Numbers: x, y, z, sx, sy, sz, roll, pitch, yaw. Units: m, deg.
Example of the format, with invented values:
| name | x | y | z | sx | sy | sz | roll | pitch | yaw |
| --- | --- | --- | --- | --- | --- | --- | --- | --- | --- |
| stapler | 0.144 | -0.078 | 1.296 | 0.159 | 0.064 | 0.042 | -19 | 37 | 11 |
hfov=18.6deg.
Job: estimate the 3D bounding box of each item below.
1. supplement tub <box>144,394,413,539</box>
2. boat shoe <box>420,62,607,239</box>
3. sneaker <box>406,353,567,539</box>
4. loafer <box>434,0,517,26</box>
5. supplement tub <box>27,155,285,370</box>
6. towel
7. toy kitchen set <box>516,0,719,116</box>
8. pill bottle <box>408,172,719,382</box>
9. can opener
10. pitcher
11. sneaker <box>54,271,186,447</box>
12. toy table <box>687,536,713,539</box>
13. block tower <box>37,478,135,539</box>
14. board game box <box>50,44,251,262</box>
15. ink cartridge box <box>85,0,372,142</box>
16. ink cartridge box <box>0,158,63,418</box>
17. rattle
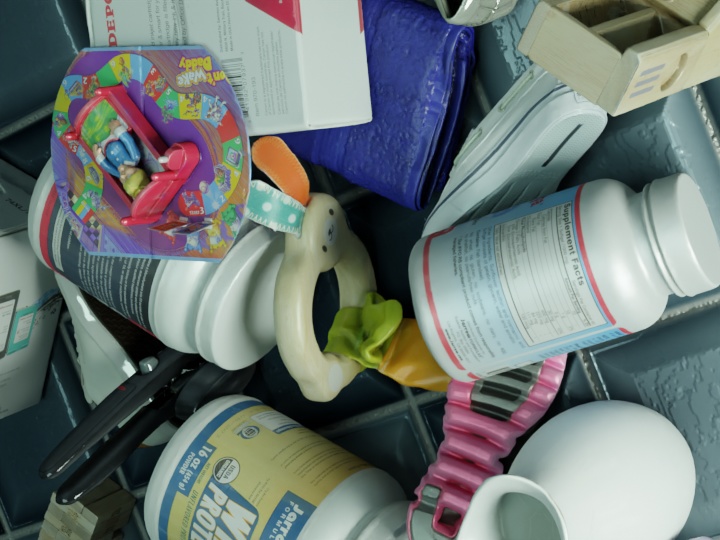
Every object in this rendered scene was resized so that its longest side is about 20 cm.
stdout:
| name | x | y | z | sx | sy | sz | roll | pitch | yaw |
| --- | --- | --- | --- | --- | --- | --- | --- | --- | --- |
| supplement tub | -0.053 | 0.199 | 1.720 | 0.200 | 0.145 | 0.145 | 27 | 118 | 28 |
| boat shoe | 0.106 | -0.078 | 1.579 | 0.200 | 0.073 | 0.067 | -45 | 48 | 37 |
| sneaker | 0.099 | 0.124 | 1.630 | 0.079 | 0.095 | 0.200 | 26 | 93 | 20 |
| loafer | 0.069 | -0.271 | 1.536 | 0.070 | 0.070 | 0.201 | -4 | 101 | 37 |
| supplement tub | -0.149 | -0.023 | 1.727 | 0.200 | 0.140 | 0.141 | 31 | 120 | 26 |
| towel | -0.008 | -0.146 | 1.649 | 0.200 | 0.049 | 0.148 | 25 | 110 | 30 |
| toy kitchen set | 0.242 | -0.191 | 1.364 | 0.163 | 0.180 | 0.200 | 37 | 122 | 21 |
| pill bottle | 0.142 | 0.001 | 1.523 | 0.200 | 0.109 | 0.109 | -18 | 93 | 22 |
| can opener | -0.178 | 0.112 | 1.764 | 0.079 | 0.200 | 0.064 | -3 | 118 | 60 |
| pitcher | 0.137 | 0.179 | 1.538 | 0.121 | 0.200 | 0.172 | 48 | 126 | 15 |
| sneaker | -0.220 | 0.061 | 1.848 | 0.085 | 0.073 | 0.200 | -29 | 87 | 36 |
| toy table | 0.218 | 0.296 | 1.544 | 0.117 | 0.183 | 0.200 | 53 | 138 | 33 |
| block tower | -0.261 | 0.273 | 1.954 | 0.054 | 0.058 | 0.200 | 35 | 120 | 23 |
| board game box | -0.169 | -0.084 | 1.614 | 0.200 | 0.039 | 0.159 | 4 | 100 | 37 |
| ink cartridge box | -0.100 | -0.171 | 1.628 | 0.200 | 0.083 | 0.146 | -2 | 96 | 37 |
| ink cartridge box | -0.354 | 0.015 | 1.886 | 0.147 | 0.146 | 0.200 | 30 | 119 | 26 |
| rattle | 0.000 | 0.000 | 1.622 | 0.143 | 0.130 | 0.201 | 15 | 123 | 42 |
